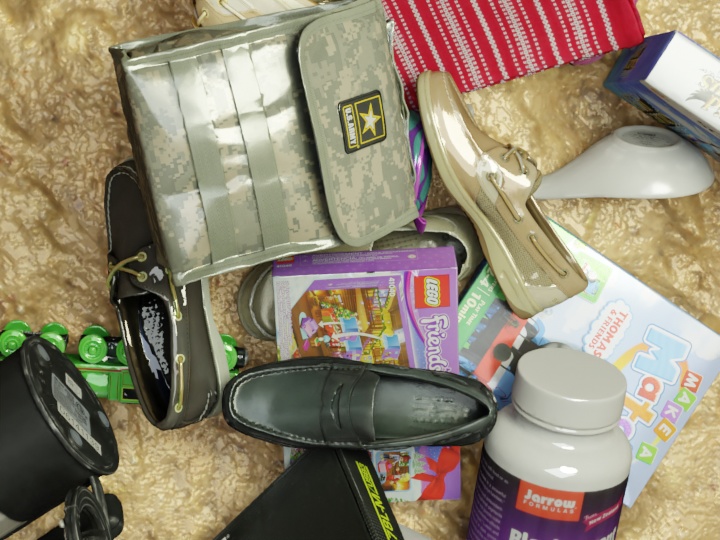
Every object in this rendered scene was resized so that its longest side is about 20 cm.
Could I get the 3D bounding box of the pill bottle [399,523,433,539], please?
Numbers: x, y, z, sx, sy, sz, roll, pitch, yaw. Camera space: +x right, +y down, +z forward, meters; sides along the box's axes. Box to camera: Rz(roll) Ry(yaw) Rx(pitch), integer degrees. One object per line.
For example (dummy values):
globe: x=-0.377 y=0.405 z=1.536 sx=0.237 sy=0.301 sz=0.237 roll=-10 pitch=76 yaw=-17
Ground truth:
pill bottle: x=-0.006 y=0.291 z=1.581 sx=0.114 sy=0.114 sz=0.201 roll=24 pitch=91 yaw=-4

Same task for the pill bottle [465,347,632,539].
pill bottle: x=0.140 y=0.165 z=1.554 sx=0.110 sy=0.112 sz=0.202 roll=7 pitch=114 yaw=-3

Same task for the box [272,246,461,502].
box: x=0.006 y=0.082 z=1.570 sx=0.136 sy=0.039 sz=0.202 roll=-2 pitch=117 yaw=-1

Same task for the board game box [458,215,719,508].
board game box: x=0.166 y=0.065 z=1.619 sx=0.199 sy=0.037 sz=0.152 roll=33 pitch=90 yaw=-5

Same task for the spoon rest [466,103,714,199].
spoon rest: x=0.169 y=-0.081 z=1.594 sx=0.198 sy=0.099 sz=0.061 roll=10 pitch=114 yaw=11

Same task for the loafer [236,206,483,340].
loafer: x=0.000 y=0.000 z=1.590 sx=0.199 sy=0.068 sz=0.076 roll=-21 pitch=94 yaw=-2

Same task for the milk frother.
milk frother: x=-0.268 y=0.182 z=1.508 sx=0.187 sy=0.200 sz=0.181 roll=-33 pitch=104 yaw=10

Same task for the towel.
towel: x=0.095 y=-0.198 z=1.529 sx=0.198 sy=0.023 sz=0.145 roll=-15 pitch=123 yaw=17

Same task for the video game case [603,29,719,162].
video game case: x=0.275 y=-0.105 z=1.535 sx=0.181 sy=0.200 sz=0.046 roll=34 pitch=92 yaw=-4

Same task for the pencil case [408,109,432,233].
pencil case: x=-0.045 y=-0.084 z=1.568 sx=0.198 sy=0.085 sz=0.093 roll=5 pitch=70 yaw=3

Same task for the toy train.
toy train: x=-0.185 y=0.073 z=1.600 sx=0.198 sy=0.042 sz=0.057 roll=3 pitch=103 yaw=-3

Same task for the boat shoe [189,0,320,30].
boat shoe: x=-0.088 y=-0.187 z=1.518 sx=0.199 sy=0.074 sz=0.070 roll=29 pitch=94 yaw=-9

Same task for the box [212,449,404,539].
box: x=-0.048 y=0.247 z=1.521 sx=0.200 sy=0.194 sz=0.047 roll=-44 pitch=134 yaw=18

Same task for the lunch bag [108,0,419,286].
lunch bag: x=-0.058 y=-0.094 z=1.460 sx=0.198 sy=0.118 sz=0.165 roll=-14 pitch=104 yaw=-11

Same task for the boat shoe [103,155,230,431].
boat shoe: x=-0.150 y=0.016 z=1.534 sx=0.071 sy=0.060 sz=0.203 roll=-15 pitch=92 yaw=39

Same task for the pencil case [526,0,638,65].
pencil case: x=0.122 y=-0.247 z=1.560 sx=0.200 sy=0.091 sz=0.094 roll=41 pitch=70 yaw=-22

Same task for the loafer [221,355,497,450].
loafer: x=0.000 y=0.095 z=1.505 sx=0.199 sy=0.070 sz=0.069 roll=3 pitch=83 yaw=-3

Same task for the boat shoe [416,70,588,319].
boat shoe: x=0.104 y=-0.065 z=1.553 sx=0.064 sy=0.071 sz=0.201 roll=-24 pitch=103 yaw=17

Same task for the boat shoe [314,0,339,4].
boat shoe: x=-0.016 y=-0.232 z=1.580 sx=0.198 sy=0.065 sz=0.073 roll=-10 pitch=93 yaw=-3
